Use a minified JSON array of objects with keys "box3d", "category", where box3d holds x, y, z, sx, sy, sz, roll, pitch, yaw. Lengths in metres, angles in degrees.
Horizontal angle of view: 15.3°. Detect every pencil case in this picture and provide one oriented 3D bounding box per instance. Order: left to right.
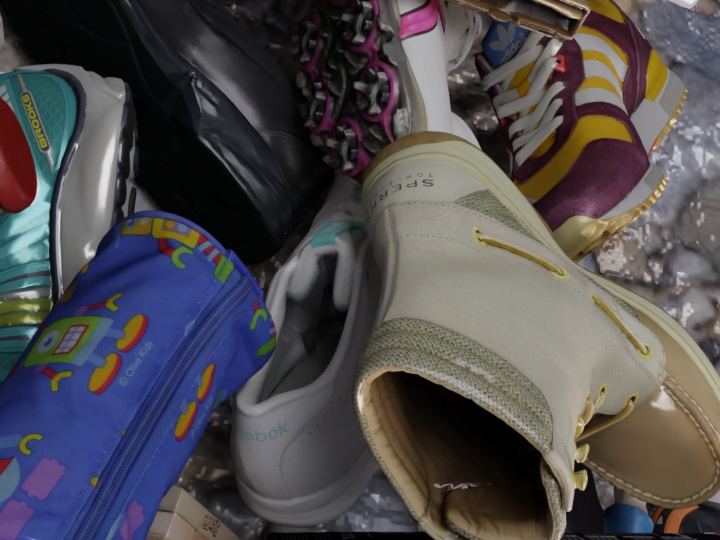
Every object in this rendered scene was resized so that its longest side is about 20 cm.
[{"box3d":[-0.097,0.066,0.942,0.078,0.087,0.200,53,44,-25],"category":"pencil case"}]

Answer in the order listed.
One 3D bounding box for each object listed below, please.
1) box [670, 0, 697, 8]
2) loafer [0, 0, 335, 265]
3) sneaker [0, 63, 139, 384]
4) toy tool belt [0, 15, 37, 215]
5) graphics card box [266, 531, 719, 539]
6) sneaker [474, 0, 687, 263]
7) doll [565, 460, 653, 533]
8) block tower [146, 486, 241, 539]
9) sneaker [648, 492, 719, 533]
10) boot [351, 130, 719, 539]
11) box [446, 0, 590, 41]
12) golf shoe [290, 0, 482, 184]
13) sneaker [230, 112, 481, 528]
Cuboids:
[{"box3d":[0.067,-0.225,1.132,0.184,0.105,0.200,20,26,-22],"category":"box"},{"box3d":[-0.084,-0.098,1.107,0.072,0.073,0.200,-47,110,-37],"category":"loafer"},{"box3d":[-0.135,0.017,1.058,0.080,0.078,0.200,5,76,2],"category":"sneaker"},{"box3d":[-0.206,-0.098,1.025,0.123,0.125,0.200,-19,78,9],"category":"toy tool belt"},{"box3d":[0.061,0.127,1.046,0.200,0.125,0.051,2,87,-2],"category":"graphics card box"},{"box3d":[0.080,-0.065,1.139,0.090,0.075,0.200,48,23,-10],"category":"sneaker"},{"box3d":[0.060,0.099,1.138,0.136,0.048,0.200,-17,84,-19],"category":"doll"},{"box3d":[-0.107,0.182,1.019,0.058,0.054,0.200,48,54,-50],"category":"block tower"},{"box3d":[0.206,0.171,1.188,0.200,0.078,0.112,21,74,-11],"category":"sneaker"},{"box3d":[0.071,0.057,1.004,0.200,0.072,0.155,44,27,-23],"category":"boot"},{"box3d":[-0.007,-0.173,1.106,0.163,0.021,0.200,16,29,-29],"category":"box"},{"box3d":[0.017,-0.107,1.112,0.092,0.073,0.200,11,40,-24],"category":"golf shoe"},{"box3d":[0.000,0.000,1.074,0.075,0.089,0.200,8,56,20],"category":"sneaker"}]
